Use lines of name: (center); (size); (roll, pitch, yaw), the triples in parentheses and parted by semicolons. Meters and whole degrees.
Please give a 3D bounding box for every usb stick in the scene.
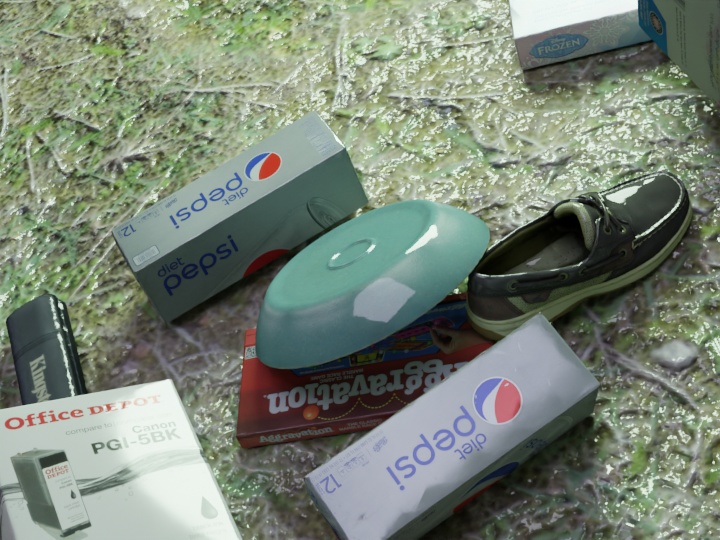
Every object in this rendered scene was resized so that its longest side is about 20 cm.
usb stick: (-0.249, 0.096, 1.095); (0.055, 0.033, 0.200); (-24, 46, -1)

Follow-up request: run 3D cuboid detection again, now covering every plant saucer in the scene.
plant saucer: (0.000, 0.000, 1.021); (0.199, 0.036, 0.200); (-26, 19, 10)

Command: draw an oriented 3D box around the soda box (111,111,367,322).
soda box: (-0.099, -0.045, 1.125); (0.199, 0.068, 0.063); (-31, 45, -7)

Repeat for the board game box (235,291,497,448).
board game box: (0.005, 0.073, 1.025); (0.199, 0.019, 0.103); (-10, 49, 13)

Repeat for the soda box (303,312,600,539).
soda box: (0.063, 0.118, 0.919); (0.200, 0.064, 0.068); (-34, 68, -10)

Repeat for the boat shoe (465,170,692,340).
boat shoe: (0.164, -0.021, 1.002); (0.200, 0.066, 0.072); (-30, 52, -14)

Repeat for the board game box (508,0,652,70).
board game box: (0.230, -0.282, 1.233); (0.199, 0.043, 0.200); (-11, 47, 12)

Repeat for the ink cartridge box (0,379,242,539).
ink cartridge box: (-0.169, 0.177, 0.922); (0.146, 0.083, 0.200); (-9, 41, -23)

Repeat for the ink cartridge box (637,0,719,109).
ink cartridge box: (0.323, -0.205, 1.030); (0.144, 0.147, 0.200); (-32, 59, -4)
